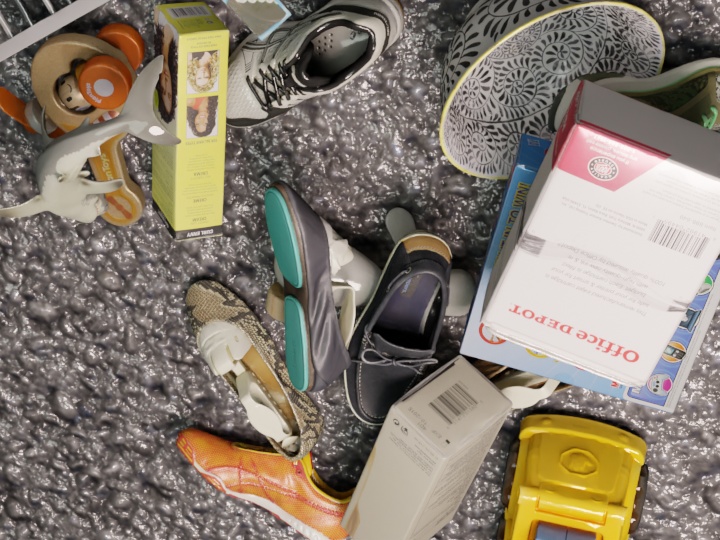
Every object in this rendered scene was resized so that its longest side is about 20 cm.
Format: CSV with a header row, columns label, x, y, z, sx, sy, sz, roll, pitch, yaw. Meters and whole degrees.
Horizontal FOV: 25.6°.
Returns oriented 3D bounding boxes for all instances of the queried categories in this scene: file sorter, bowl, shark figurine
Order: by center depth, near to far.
label,x,y,z,sx,sy,sz,roll,pitch,yaw
bowl,0.141,-0.177,1.306,0.199,0.095,0.201,-17,148,-11
file sorter,-0.260,-0.276,1.352,0.199,0.139,0.125,-23,105,22
shark figurine,-0.251,-0.113,1.382,0.214,0.127,0.090,-42,60,53

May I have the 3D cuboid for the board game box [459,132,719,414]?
label,x,y,z,sx,sy,sz,roll,pitch,yaw
board game box,0.201,0.005,1.335,0.194,0.056,0.201,16,125,2

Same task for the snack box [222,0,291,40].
label,x,y,z,sx,sy,sz,roll,pitch,yaw
snack box,-0.141,-0.286,1.285,0.037,0.117,0.200,-38,129,10

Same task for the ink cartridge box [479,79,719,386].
label,x,y,z,sx,sy,sz,roll,pitch,yaw
ink cartridge box,0.196,-0.025,1.231,0.144,0.085,0.201,21,123,-2

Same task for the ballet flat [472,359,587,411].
label,x,y,z,sx,sy,sz,roll,pitch,yaw
ballet flat,0.181,0.088,1.452,0.199,0.073,0.068,-22,114,21

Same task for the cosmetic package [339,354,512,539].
label,x,y,z,sx,sy,sz,roll,pitch,yaw
cosmetic package,0.058,0.181,1.470,0.071,0.105,0.201,42,139,19

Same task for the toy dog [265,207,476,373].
label,x,y,z,sx,sy,sz,roll,pitch,yaw
toy dog,0.000,0.000,1.461,0.199,0.097,0.132,27,116,-17

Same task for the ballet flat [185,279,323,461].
label,x,y,z,sx,sy,sz,roll,pitch,yaw
ballet flat,-0.106,0.101,1.526,0.068,0.075,0.201,-29,105,25

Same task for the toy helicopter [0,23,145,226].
label,x,y,z,sx,sy,sz,roll,pitch,yaw
toy helicopter,-0.251,-0.125,1.459,0.131,0.079,0.201,-6,126,9

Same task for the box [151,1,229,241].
label,x,y,z,sx,sy,sz,roll,pitch,yaw
box,-0.154,-0.132,1.418,0.050,0.075,0.202,-9,121,-22

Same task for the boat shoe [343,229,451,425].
label,x,y,z,sx,sy,sz,roll,pitch,yaw
boat shoe,0.033,0.061,1.406,0.074,0.062,0.201,13,120,-12

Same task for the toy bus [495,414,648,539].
label,x,y,z,sx,sy,sz,roll,pitch,yaw
toy bus,0.188,0.266,1.470,0.134,0.192,0.202,10,118,7

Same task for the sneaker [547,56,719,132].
label,x,y,z,sx,sy,sz,roll,pitch,yaw
sneaker,0.255,-0.114,1.297,0.198,0.089,0.077,-10,144,-18

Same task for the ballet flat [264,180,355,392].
label,x,y,z,sx,sy,sz,roll,pitch,yaw
ballet flat,-0.039,0.009,1.376,0.072,0.073,0.202,0,115,14

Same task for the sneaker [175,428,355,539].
label,x,y,z,sx,sy,sz,roll,pitch,yaw
sneaker,-0.090,0.201,1.586,0.199,0.073,0.078,26,96,-4

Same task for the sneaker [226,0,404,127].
label,x,y,z,sx,sy,sz,roll,pitch,yaw
sneaker,-0.057,-0.180,1.375,0.199,0.088,0.076,-30,107,26
